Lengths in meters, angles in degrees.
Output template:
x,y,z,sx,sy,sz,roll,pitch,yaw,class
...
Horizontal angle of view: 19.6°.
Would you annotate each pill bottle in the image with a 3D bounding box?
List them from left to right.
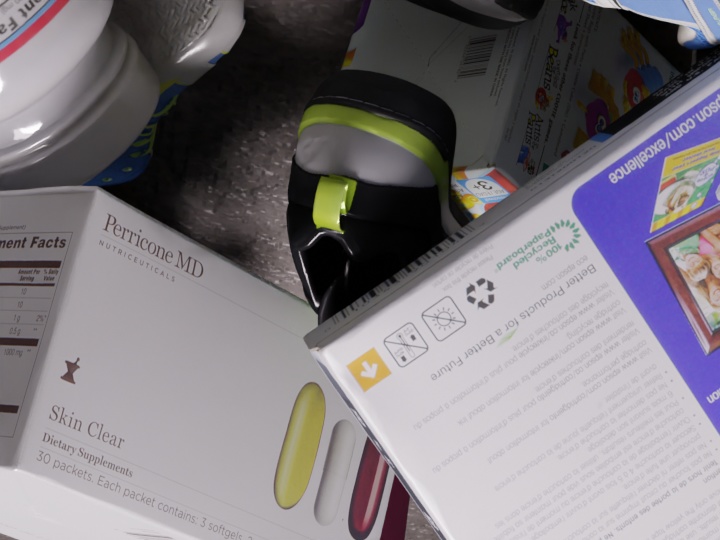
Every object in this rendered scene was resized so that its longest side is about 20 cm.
x,y,z,sx,sy,sz,roll,pitch,yaw,class
-0.162,-0.123,0.778,0.108,0.109,0.200,-11,130,32,pill bottle

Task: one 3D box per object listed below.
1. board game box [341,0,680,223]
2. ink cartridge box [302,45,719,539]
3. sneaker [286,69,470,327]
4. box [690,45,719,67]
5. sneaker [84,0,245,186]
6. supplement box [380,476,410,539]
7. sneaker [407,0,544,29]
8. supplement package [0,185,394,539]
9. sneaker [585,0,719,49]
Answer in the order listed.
x,y,z,sx,sy,sz,roll,pitch,yaw,class
0.087,-0.036,0.897,0.103,0.105,0.200,-4,149,43,board game box
0.116,0.049,0.725,0.200,0.198,0.043,56,179,-9,ink cartridge box
0.000,0.000,0.794,0.071,0.083,0.200,13,158,16,sneaker
0.228,-0.097,0.760,0.147,0.105,0.200,15,150,-12,box
-0.111,-0.088,0.931,0.199,0.076,0.105,-14,162,34,sneaker
-0.075,0.118,1.204,0.199,0.131,0.103,2,150,12,supplement box
-0.016,-0.152,0.782,0.200,0.075,0.085,33,150,-20,sneaker
-0.102,0.055,0.855,0.155,0.111,0.200,-1,159,42,supplement package
0.067,-0.124,0.653,0.200,0.076,0.077,27,145,-23,sneaker
